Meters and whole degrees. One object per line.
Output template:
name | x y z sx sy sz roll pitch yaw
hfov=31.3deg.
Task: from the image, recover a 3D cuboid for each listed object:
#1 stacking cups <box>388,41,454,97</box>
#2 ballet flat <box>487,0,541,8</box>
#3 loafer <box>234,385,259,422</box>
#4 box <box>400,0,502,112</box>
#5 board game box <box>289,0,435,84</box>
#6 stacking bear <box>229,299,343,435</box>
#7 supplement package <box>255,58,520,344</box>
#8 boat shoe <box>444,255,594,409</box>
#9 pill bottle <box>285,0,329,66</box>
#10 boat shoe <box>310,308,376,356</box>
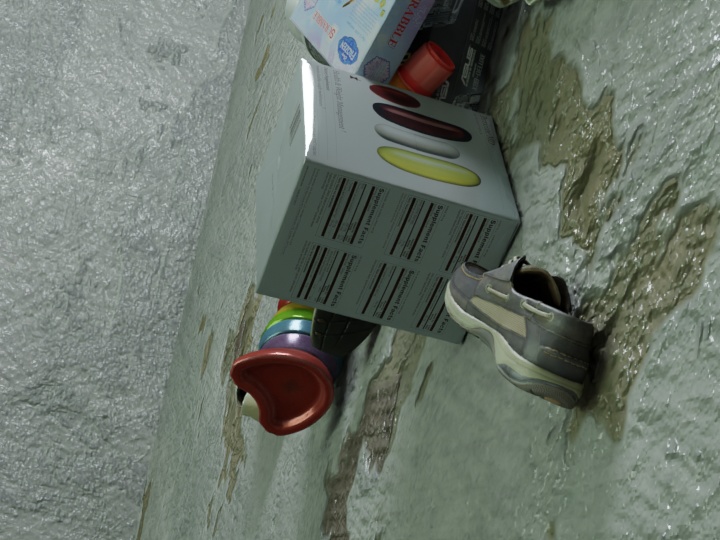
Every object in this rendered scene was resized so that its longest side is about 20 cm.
stacking cups | 0.009 -0.149 1.282 0.200 0.060 0.061 -46 25 21
ballet flat | 0.137 -0.276 1.184 0.069 0.068 0.200 68 171 -20
loafer | -0.148 0.166 1.876 0.200 0.068 0.076 -133 59 -74
box | 0.065 -0.247 1.328 0.157 0.050 0.202 15 90 41
board game box | 0.018 -0.298 1.283 0.200 0.041 0.200 -59 32 17
stacking bear | -0.072 0.085 1.585 0.113 0.122 0.201 -18 30 20
supplement package | 0.017 -0.066 1.183 0.192 0.198 0.148 -96 25 -54
boat shoe | 0.125 0.031 0.958 0.074 0.074 0.200 -62 25 12
pill bottle | 0.000 -0.279 1.503 0.200 0.112 0.114 39 117 46
boat shoe | 0.000 0.000 1.472 0.074 0.075 0.201 -130 64 -79
